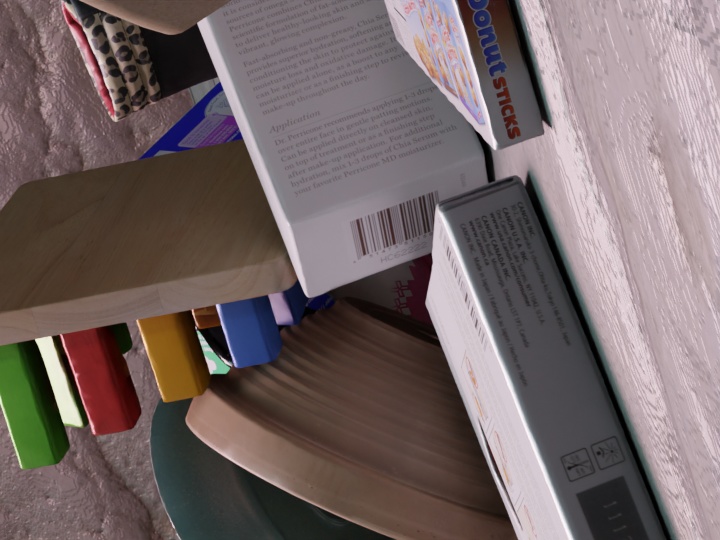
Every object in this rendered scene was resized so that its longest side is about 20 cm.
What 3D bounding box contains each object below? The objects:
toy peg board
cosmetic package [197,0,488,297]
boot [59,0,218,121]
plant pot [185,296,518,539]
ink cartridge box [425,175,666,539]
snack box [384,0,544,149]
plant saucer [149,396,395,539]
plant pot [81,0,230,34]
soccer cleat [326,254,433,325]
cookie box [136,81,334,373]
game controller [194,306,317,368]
[{"bbox_3d":[-0.102,0.016,1.537,0.200,0.199,0.098,-67,-36,-64],"label":"toy peg board"},{"bbox_3d":[-0.016,-0.097,1.425,0.071,0.101,0.200,77,172,-58],"label":"cosmetic package"},{"bbox_3d":[-0.103,-0.197,1.660,0.073,0.153,0.204,-155,44,-75],"label":"boot"},{"bbox_3d":[0.018,0.074,1.511,0.201,0.200,0.093,-133,64,-77],"label":"plant pot"},{"bbox_3d":[0.085,0.075,1.324,0.174,0.043,0.200,88,162,-76],"label":"ink cartridge box"},{"bbox_3d":[0.035,-0.112,1.252,0.200,0.024,0.072,-123,15,-69],"label":"snack box"},{"bbox_3d":[-0.030,0.132,1.610,0.200,0.036,0.200,37,-151,-25],"label":"plant saucer"},{"bbox_3d":[-0.088,-0.222,1.237,0.200,0.200,0.177,61,-174,35],"label":"plant pot"},{"bbox_3d":[0.000,0.000,1.695,0.070,0.086,0.200,80,170,-60],"label":"soccer cleat"},{"bbox_3d":[-0.058,-0.009,1.816,0.075,0.171,0.200,7,128,33],"label":"cookie box"},{"bbox_3d":[-0.010,0.060,1.680,0.200,0.042,0.104,22,-155,-31],"label":"game controller"}]
